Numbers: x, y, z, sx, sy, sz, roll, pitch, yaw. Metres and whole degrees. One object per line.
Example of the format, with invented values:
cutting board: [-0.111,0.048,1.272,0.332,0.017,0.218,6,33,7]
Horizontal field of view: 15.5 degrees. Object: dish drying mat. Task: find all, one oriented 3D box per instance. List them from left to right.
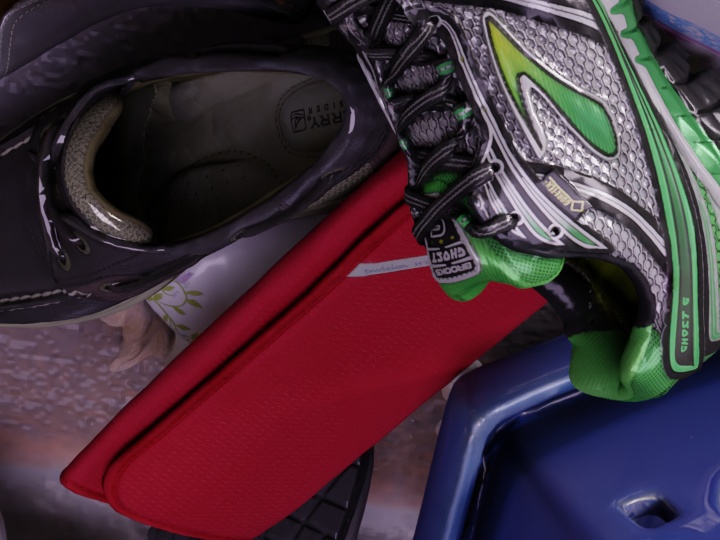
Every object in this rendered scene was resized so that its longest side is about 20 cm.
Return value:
dish drying mat: [-0.008,0.027,0.796,0.077,0.018,0.200,20,135,-31]

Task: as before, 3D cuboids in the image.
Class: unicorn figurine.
unicorn figurine: [0.000,0.000,0.836,0.199,0.074,0.138,-10,131,9]

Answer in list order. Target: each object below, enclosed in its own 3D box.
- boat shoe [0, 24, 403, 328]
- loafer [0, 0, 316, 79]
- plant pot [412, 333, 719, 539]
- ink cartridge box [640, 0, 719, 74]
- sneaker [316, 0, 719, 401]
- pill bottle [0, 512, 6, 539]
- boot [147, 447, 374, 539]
boat shoe: [-0.066,-0.031,0.788,0.200,0.066,0.072,-16,82,30]
loafer: [-0.101,-0.088,0.747,0.200,0.073,0.072,10,89,-28]
plant pot: [0.120,0.116,0.820,0.200,0.180,0.200,-18,137,-31]
ink cartridge box: [0.094,-0.102,0.686,0.117,0.067,0.200,38,159,-22]
sneaker: [0.037,-0.044,0.679,0.200,0.085,0.078,44,157,-22]
pill bottle: [-0.190,0.112,0.911,0.200,0.120,0.120,29,125,-16]
boot: [-0.029,0.143,0.947,0.070,0.132,0.200,22,90,29]
